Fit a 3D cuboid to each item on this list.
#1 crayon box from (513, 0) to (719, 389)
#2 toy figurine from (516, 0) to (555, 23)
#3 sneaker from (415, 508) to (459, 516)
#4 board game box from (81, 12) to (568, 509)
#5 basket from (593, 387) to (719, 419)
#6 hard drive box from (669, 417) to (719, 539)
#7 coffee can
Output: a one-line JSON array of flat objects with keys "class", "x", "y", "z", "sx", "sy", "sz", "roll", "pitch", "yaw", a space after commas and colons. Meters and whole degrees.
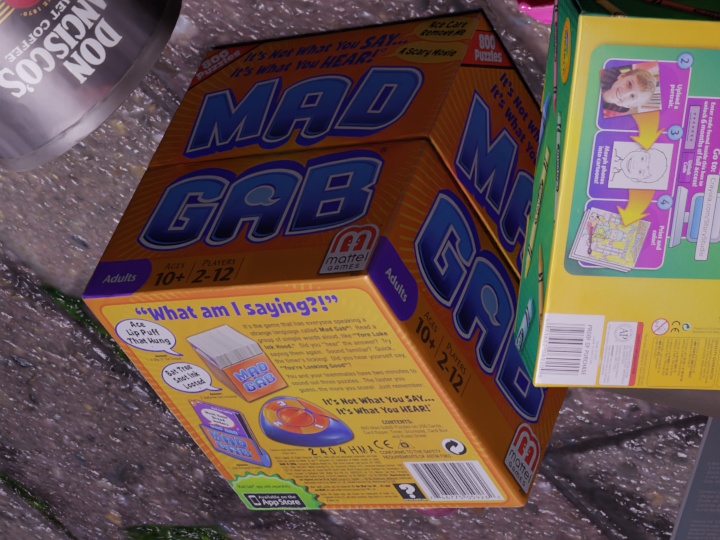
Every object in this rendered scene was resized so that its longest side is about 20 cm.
[{"class": "crayon box", "x": 0.148, "y": -0.041, "z": 1.254, "sx": 0.118, "sy": 0.058, "sz": 0.202, "roll": 2, "pitch": 114, "yaw": -9}, {"class": "toy figurine", "x": 0.084, "y": -0.206, "z": 1.254, "sx": 0.183, "sy": 0.151, "sz": 0.200, "roll": 22, "pitch": 123, "yaw": -22}, {"class": "sneaker", "x": -0.008, "y": 0.125, "z": 1.738, "sx": 0.075, "sy": 0.090, "sz": 0.200, "roll": -19, "pitch": 127, "yaw": 44}, {"class": "board game box", "x": 0.000, "y": 0.000, "z": 1.474, "sx": 0.199, "sy": 0.201, "sz": 0.200, "roll": -4, "pitch": 137, "yaw": 34}, {"class": "basket", "x": 0.224, "y": 0.020, "z": 1.415, "sx": 0.199, "sy": 0.181, "sz": 0.136, "roll": 22, "pitch": 137, "yaw": -14}, {"class": "hard drive box", "x": 0.257, "y": 0.197, "z": 1.582, "sx": 0.076, "sy": 0.201, "sz": 0.156, "roll": -1, "pitch": 138, "yaw": 32}, {"class": "coffee can", "x": -0.220, "y": -0.175, "z": 1.421, "sx": 0.146, "sy": 0.147, "sz": 0.200, "roll": -17, "pitch": 128, "yaw": 44}]
